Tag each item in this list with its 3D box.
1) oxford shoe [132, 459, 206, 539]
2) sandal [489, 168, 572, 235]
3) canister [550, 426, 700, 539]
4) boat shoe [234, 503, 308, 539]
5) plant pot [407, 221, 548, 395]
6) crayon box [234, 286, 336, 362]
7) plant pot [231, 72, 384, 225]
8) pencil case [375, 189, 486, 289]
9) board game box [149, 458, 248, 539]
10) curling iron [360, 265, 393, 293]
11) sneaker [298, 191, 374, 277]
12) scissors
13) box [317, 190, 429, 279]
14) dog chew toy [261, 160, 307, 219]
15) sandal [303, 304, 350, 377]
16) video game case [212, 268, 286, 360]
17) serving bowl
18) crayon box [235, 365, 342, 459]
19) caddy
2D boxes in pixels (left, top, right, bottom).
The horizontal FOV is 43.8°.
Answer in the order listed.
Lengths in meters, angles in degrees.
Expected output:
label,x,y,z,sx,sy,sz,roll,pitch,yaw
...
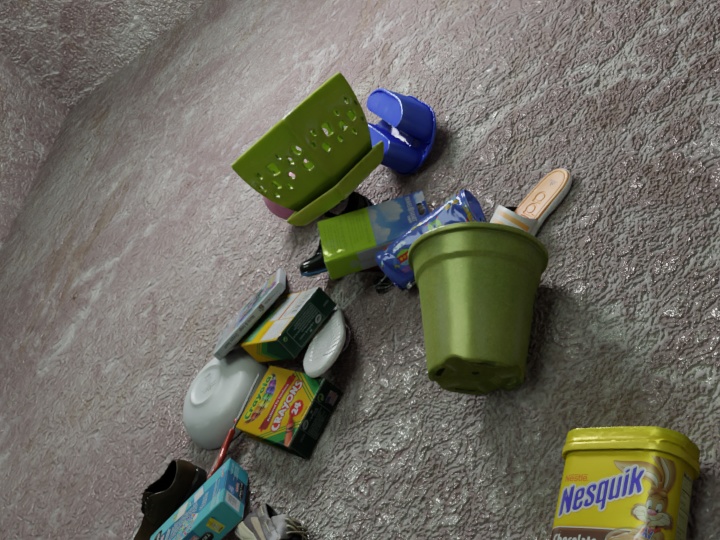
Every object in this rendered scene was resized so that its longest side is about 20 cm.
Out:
label,x,y,z,sx,sy,sz,roll,pitch,yaw
oxford shoe,-0.360,0.419,1.565,0.072,0.084,0.201,11,66,52
sandal,0.242,-0.088,1.383,0.207,0.059,0.079,-52,32,-5
canister,0.272,0.275,0.946,0.148,0.086,0.201,-12,49,44
boat shoe,-0.116,0.392,1.306,0.199,0.074,0.074,16,69,54
plant pot,0.160,0.063,1.229,0.199,0.200,0.186,-20,53,38
crayon box,-0.137,0.100,1.610,0.126,0.052,0.200,-52,18,-25
plant pot,-0.084,-0.210,1.650,0.198,0.182,0.200,-29,14,47
pencil case,0.118,-0.046,1.472,0.199,0.078,0.087,-37,64,18
board game box,-0.268,0.417,1.447,0.200,0.047,0.151,-45,12,8
curling iron,0.000,0.000,1.616,0.050,0.026,0.200,-53,32,-11
sneaker,-0.052,-0.067,1.679,0.200,0.083,0.071,-50,24,-17
scissors,-0.225,0.277,1.575,0.073,0.014,0.201,127,165,-68
box,0.029,-0.065,1.576,0.198,0.048,0.122,-17,39,3
dog chew toy,-0.108,-0.173,1.849,0.199,0.125,0.125,-6,51,37
sandal,-0.047,0.123,1.527,0.082,0.050,0.203,-34,21,20
video game case,-0.210,0.080,1.721,0.182,0.024,0.200,-48,8,2
serving bowl,-0.264,0.227,1.665,0.199,0.066,0.201,-32,35,26
crayon box,-0.131,0.234,1.510,0.199,0.051,0.128,2,59,52
caddy,0.075,-0.269,1.738,0.142,0.104,0.200,-65,31,15
